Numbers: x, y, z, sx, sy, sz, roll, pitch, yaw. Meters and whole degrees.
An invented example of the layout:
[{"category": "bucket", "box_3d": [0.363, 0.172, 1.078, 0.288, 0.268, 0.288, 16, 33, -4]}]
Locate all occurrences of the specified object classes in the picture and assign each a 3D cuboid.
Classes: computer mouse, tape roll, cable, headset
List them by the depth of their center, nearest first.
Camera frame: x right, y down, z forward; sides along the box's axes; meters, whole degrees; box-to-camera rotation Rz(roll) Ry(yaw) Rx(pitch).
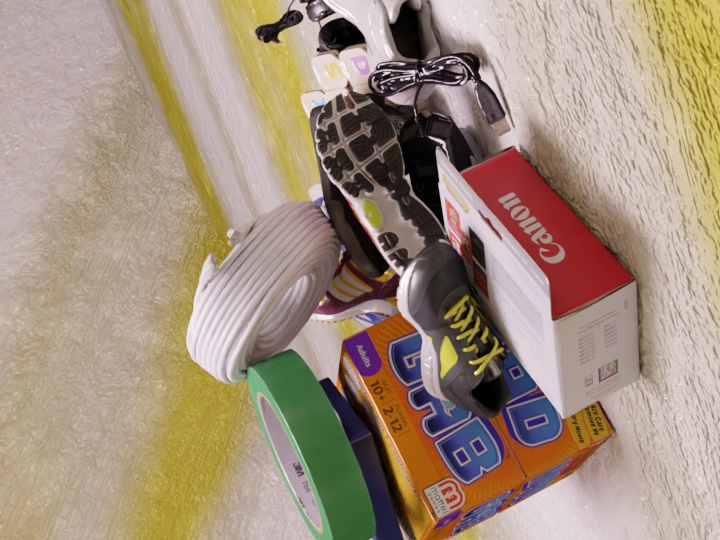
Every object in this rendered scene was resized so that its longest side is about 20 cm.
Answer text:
[{"category": "computer mouse", "box_3d": [0.096, -0.113, 1.267, 0.140, 0.046, 0.201, -7, 109, 46]}, {"category": "tape roll", "box_3d": [-0.049, 0.177, 1.326, 0.201, 0.048, 0.201, 59, 165, 26]}, {"category": "cable", "box_3d": [-0.092, 0.020, 1.361, 0.069, 0.200, 0.201, 36, 132, 14]}, {"category": "headset", "box_3d": [-0.036, -0.264, 1.472, 0.200, 0.094, 0.124, 25, 139, 56]}]

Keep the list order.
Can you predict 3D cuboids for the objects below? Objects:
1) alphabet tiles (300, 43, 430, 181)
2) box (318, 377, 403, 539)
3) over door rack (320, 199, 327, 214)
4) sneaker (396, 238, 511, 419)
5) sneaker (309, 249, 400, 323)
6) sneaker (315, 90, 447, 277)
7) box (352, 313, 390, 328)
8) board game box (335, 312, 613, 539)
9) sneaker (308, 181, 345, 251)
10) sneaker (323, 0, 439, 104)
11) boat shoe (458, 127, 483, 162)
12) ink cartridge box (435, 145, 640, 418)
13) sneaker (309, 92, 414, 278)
[{"category": "alphabet tiles", "box_3d": [0.015, -0.146, 1.469, 0.195, 0.015, 0.201, 0, 120, 49]}, {"category": "box", "box_3d": [-0.008, 0.196, 1.401, 0.121, 0.032, 0.201, 47, 157, 57]}, {"category": "over door rack", "box_3d": [0.041, 0.004, 1.537, 0.147, 0.067, 0.200, 21, 153, 35]}, {"category": "sneaker", "box_3d": [0.094, 0.054, 1.219, 0.084, 0.074, 0.201, 30, 152, 38]}, {"category": "sneaker", "box_3d": [0.000, 0.000, 1.452, 0.199, 0.075, 0.091, -6, 117, 39]}, {"category": "sneaker", "box_3d": [0.015, -0.072, 1.289, 0.085, 0.077, 0.201, 92, 154, -78]}, {"category": "box", "box_3d": [0.059, 0.075, 1.593, 0.121, 0.033, 0.200, 18, 164, 44]}, {"category": "board game box", "box_3d": [0.107, 0.145, 1.401, 0.201, 0.199, 0.200, 62, 168, 16]}, {"category": "sneaker", "box_3d": [0.005, -0.065, 1.770, 0.147, 0.080, 0.200, 58, 166, -5]}, {"category": "sneaker", "box_3d": [0.022, -0.262, 1.300, 0.201, 0.078, 0.099, 56, 162, 2]}, {"category": "boat shoe", "box_3d": [0.095, -0.054, 1.379, 0.074, 0.066, 0.201, 54, 164, 42]}, {"category": "ink cartridge box", "box_3d": [0.151, -0.007, 1.173, 0.200, 0.083, 0.176, 55, 165, 41]}, {"category": "sneaker", "box_3d": [0.020, -0.095, 1.367, 0.076, 0.114, 0.201, 42, -147, -57]}]
